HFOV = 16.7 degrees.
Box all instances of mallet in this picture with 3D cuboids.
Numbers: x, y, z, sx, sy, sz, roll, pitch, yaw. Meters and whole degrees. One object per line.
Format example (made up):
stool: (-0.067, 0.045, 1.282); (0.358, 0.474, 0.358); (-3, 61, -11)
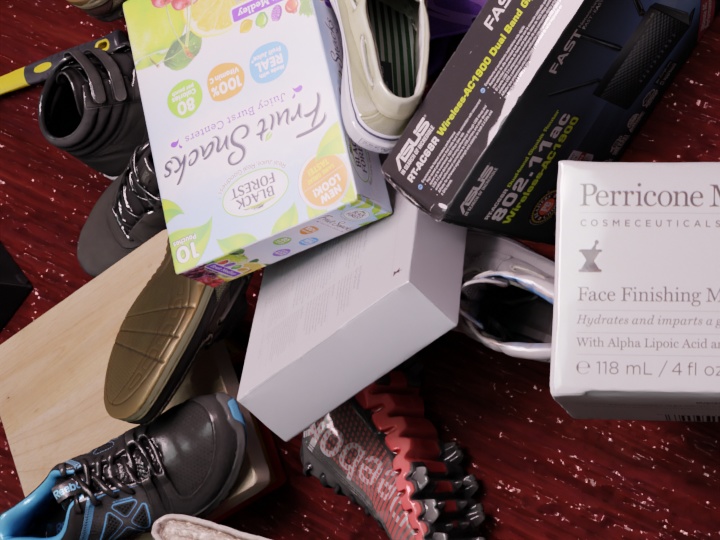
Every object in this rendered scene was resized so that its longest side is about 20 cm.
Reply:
mallet: (-0.264, -0.158, 1.895); (0.199, 0.041, 0.066); (-24, 74, 27)

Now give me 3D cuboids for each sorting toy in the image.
sorting toy: (-0.155, 0.107, 1.754); (0.200, 0.069, 0.200); (-33, 65, 29)

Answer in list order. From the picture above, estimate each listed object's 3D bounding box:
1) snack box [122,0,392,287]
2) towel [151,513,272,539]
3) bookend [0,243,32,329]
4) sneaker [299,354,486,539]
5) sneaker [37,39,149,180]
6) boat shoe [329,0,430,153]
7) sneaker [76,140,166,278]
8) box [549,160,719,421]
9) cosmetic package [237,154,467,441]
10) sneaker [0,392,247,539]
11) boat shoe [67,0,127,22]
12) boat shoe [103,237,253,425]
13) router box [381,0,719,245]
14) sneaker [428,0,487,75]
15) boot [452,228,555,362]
snack box: (-0.070, -0.108, 1.599); (0.142, 0.053, 0.201); (-22, 69, 25)
towel: (-0.039, 0.228, 1.621); (0.199, 0.133, 0.035); (12, 55, 38)
bookend: (-0.389, 0.046, 1.854); (0.200, 0.198, 0.092); (-52, 60, 20)
sneaker: (0.014, 0.130, 1.627); (0.098, 0.071, 0.201); (-38, 61, 26)
sneaker: (-0.157, -0.152, 1.773); (0.200, 0.099, 0.071); (-52, 57, 18)
boat shoe: (0.018, -0.172, 1.555); (0.062, 0.072, 0.201); (129, 140, -55)
sneaker: (-0.143, -0.062, 1.752); (0.200, 0.091, 0.076); (-42, 75, 27)
box: (0.211, 0.016, 1.379); (0.198, 0.200, 0.131); (0, 83, 9)
cosmetic package: (0.000, 0.000, 1.598); (0.151, 0.052, 0.200); (-37, 24, 29)
sneaker: (-0.160, 0.148, 1.658); (0.200, 0.082, 0.073); (-37, 62, 25)
boat shoe: (-0.132, -0.256, 1.791); (0.200, 0.065, 0.073); (-33, 63, 8)
boat shoe: (-0.107, 0.019, 1.657); (0.072, 0.066, 0.202); (4, 66, 48)
router box: (0.121, -0.117, 1.530); (0.062, 0.150, 0.200); (42, 109, 31)
sneaker: (0.094, -0.199, 1.623); (0.200, 0.080, 0.084); (-38, 77, 37)
boot: (0.084, 0.013, 1.574); (0.199, 0.095, 0.074); (16, 93, 37)
